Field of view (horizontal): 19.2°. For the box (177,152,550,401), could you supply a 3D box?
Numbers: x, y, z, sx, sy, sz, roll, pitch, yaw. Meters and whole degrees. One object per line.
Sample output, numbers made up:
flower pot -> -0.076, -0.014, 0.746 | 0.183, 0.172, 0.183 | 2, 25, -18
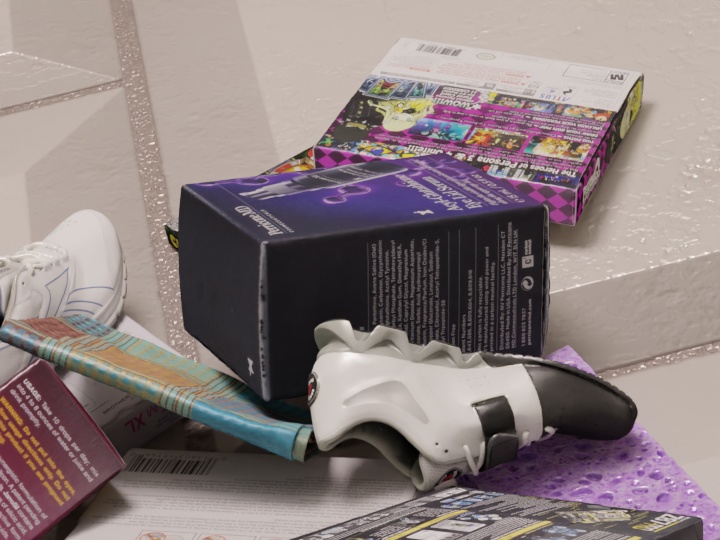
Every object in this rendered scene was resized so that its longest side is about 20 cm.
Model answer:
box -> 0.000, 0.000, 1.357 | 0.199, 0.105, 0.148 | -8, 19, -24

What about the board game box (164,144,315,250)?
board game box -> -0.034, -0.050, 1.563 | 0.199, 0.024, 0.105 | -30, 43, -22

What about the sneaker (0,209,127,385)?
sneaker -> -0.216, 0.020, 1.406 | 0.074, 0.087, 0.200 | 5, 41, 22

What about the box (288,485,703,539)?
box -> 0.073, 0.155, 1.116 | 0.160, 0.049, 0.200 | 1, 3, 28

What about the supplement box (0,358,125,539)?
supplement box -> -0.250, 0.150, 1.260 | 0.200, 0.086, 0.110 | -39, 3, -23

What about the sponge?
sponge -> 0.130, 0.129, 1.280 | 0.111, 0.030, 0.200 | -23, 38, -14

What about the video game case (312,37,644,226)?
video game case -> 0.090, -0.106, 1.562 | 0.199, 0.036, 0.181 | 10, 35, 19

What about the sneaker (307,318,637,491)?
sneaker -> 0.064, 0.093, 1.257 | 0.199, 0.074, 0.089 | 10, 67, -5

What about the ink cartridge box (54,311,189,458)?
ink cartridge box -> -0.211, 0.067, 1.447 | 0.119, 0.042, 0.200 | -34, 45, -25

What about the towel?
towel -> -0.111, 0.068, 1.309 | 0.199, 0.022, 0.147 | 22, 3, 8

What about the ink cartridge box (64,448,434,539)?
ink cartridge box -> -0.072, 0.165, 1.244 | 0.199, 0.045, 0.176 | 1, 24, 17
